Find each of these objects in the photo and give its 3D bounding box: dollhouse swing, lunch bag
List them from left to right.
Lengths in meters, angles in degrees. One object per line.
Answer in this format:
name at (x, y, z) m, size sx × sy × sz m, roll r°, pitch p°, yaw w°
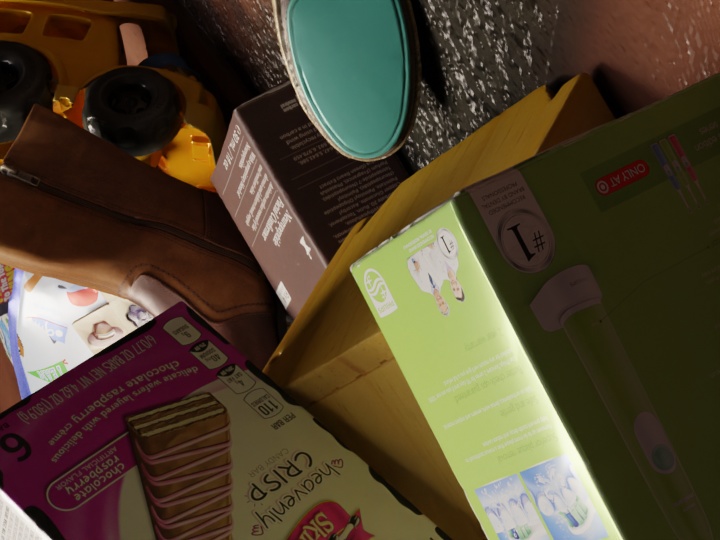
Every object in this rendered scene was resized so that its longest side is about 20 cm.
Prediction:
lunch bag at (-0.140, 0.059, 1.354) m, size 0.169 × 0.124 × 0.200 m, roll 17°, pitch 149°, yaw 14°
dollhouse swing at (0.075, 0.056, 0.890) m, size 0.176 × 0.182 × 0.200 m, roll 39°, pitch 146°, yaw -11°

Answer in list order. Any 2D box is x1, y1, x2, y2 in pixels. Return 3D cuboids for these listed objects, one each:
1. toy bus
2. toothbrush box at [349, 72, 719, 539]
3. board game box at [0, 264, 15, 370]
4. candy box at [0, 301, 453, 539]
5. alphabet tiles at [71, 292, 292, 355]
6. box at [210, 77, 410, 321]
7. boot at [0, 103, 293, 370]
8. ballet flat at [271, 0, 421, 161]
toy bus at (-0.171, -0.114, 1.281) m, size 0.136 × 0.199 × 0.192 m, roll 90°, pitch -170°, yaw -49°
toothbrush box at (0.112, 0.049, 0.738) m, size 0.200 × 0.145 × 0.086 m, roll 61°, pitch 148°, yaw 4°
board game box at (-0.219, -0.013, 1.426) m, size 0.062 × 0.199 × 0.200 m, roll 49°, pitch 155°, yaw 33°
candy box at (-0.060, 0.119, 0.849) m, size 0.200 × 0.136 × 0.061 m, roll 40°, pitch 140°, yaw 21°
alphabet tiles at (-0.082, 0.053, 1.250) m, size 0.166 × 0.006 × 0.200 m, roll -27°, pitch 106°, yaw 29°
box at (0.000, 0.000, 1.085) m, size 0.200 × 0.075 × 0.100 m, roll 58°, pitch 159°, yaw 12°
boot at (-0.128, 0.013, 1.121) m, size 0.199 × 0.189 × 0.068 m, roll 23°, pitch 151°, yaw -10°
ballet flat at (-0.017, -0.153, 0.977) m, size 0.065 × 0.070 × 0.201 m, roll -90°, pitch -15°, yaw -70°
